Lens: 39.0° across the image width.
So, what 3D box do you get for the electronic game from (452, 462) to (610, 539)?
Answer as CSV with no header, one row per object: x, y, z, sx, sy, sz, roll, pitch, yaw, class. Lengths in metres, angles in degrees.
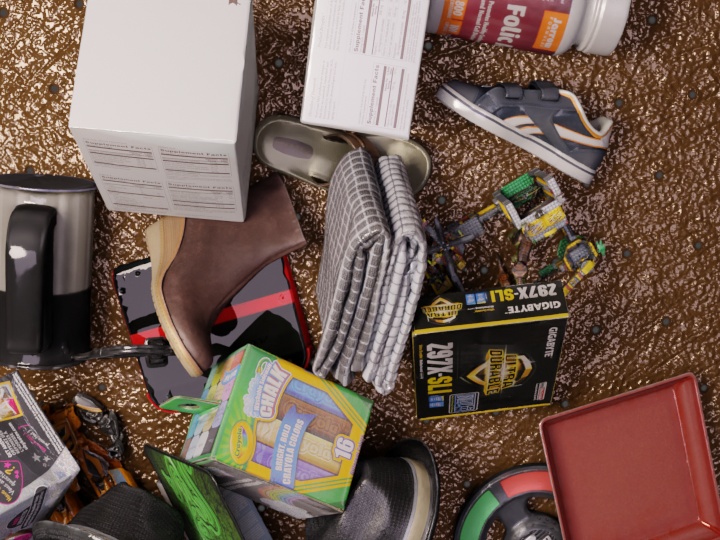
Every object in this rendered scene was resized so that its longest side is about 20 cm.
0.206,0.324,1.196,0.196,0.042,0.204,0,101,-1,electronic game

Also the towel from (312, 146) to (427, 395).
0.000,0.000,1.041,0.084,0.167,0.203,6,122,-14,towel

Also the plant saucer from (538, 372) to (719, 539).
0.307,0.236,1.164,0.196,0.037,0.204,-15,98,-11,plant saucer

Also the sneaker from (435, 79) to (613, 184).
0.178,-0.170,1.081,0.197,0.079,0.080,24,105,-17,sneaker

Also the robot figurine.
-0.320,0.241,1.156,0.143,0.058,0.202,-27,101,3,robot figurine

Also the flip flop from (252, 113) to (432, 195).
-0.020,-0.120,1.094,0.197,0.058,0.082,15,100,-4,flip flop

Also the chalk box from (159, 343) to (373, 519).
-0.109,0.163,1.062,0.198,0.124,0.126,28,64,-19,chalk box

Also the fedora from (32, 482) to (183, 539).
-0.244,0.282,1.063,0.199,0.201,0.092,30,58,-7,fedora

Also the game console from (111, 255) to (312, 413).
-0.164,0.057,1.144,0.197,0.031,0.180,-16,96,1,game console

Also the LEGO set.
0.164,-0.016,1.088,0.197,0.116,0.156,-22,101,3,LEGO set

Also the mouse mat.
-0.156,0.279,1.072,0.007,0.160,0.203,-32,111,-31,mouse mat

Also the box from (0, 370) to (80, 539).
-0.394,0.224,1.058,0.133,0.114,0.200,52,136,12,box

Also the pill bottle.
0.168,-0.284,1.038,0.196,0.114,0.116,9,101,-3,pill bottle

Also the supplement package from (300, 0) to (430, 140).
0.006,-0.245,1.020,0.109,0.156,0.204,8,101,-4,supplement package

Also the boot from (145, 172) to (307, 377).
-0.133,-0.002,1.059,0.164,0.073,0.202,-20,59,1,boot

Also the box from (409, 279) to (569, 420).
0.132,0.089,1.082,0.157,0.201,0.050,-5,57,1,box

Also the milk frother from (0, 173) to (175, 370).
-0.290,0.006,1.071,0.197,0.180,0.192,-1,104,-28,milk frother

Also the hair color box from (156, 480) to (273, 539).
-0.144,0.312,1.149,0.060,0.098,0.202,-32,102,-32,hair color box

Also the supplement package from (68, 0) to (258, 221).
-0.181,-0.158,0.987,0.148,0.200,0.155,5,73,-3,supplement package

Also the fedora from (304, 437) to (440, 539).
0.001,0.266,1.100,0.091,0.201,0.203,22,101,-23,fedora
